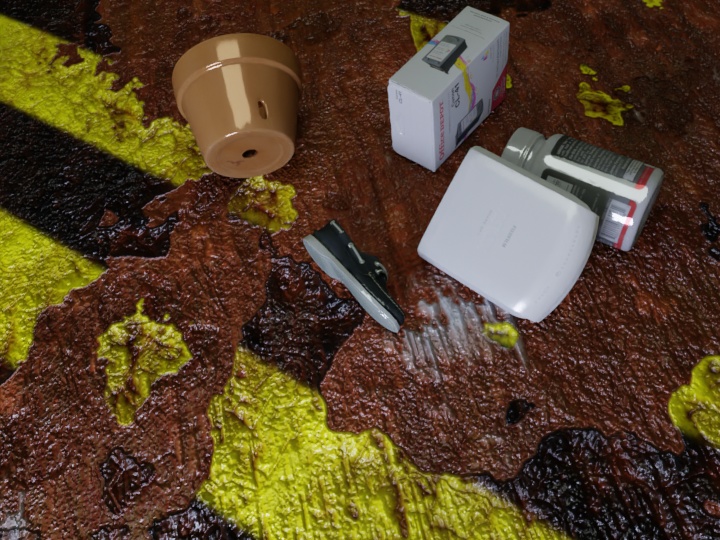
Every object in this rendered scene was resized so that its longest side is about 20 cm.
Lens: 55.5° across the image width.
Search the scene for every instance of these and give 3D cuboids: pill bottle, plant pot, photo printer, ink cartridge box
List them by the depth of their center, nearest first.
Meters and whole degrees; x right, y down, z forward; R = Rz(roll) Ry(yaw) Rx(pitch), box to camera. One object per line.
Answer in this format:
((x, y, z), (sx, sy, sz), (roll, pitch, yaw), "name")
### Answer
((0.191, -0.043, 0.878), (0.199, 0.069, 0.168), (34, 101, 26), "photo printer")
((0.291, -0.115, 0.926), (0.198, 0.115, 0.114), (26, 63, 23), "pill bottle")
((0.136, -0.273, 1.033), (0.085, 0.148, 0.200), (30, 65, 26), "ink cartridge box")
((-0.175, -0.235, 1.034), (0.197, 0.200, 0.142), (-13, 71, -2), "plant pot")

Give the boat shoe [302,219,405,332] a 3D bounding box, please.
((0.000, 0.000, 0.910), (0.060, 0.076, 0.200), (-39, 60, -12), "boat shoe")
